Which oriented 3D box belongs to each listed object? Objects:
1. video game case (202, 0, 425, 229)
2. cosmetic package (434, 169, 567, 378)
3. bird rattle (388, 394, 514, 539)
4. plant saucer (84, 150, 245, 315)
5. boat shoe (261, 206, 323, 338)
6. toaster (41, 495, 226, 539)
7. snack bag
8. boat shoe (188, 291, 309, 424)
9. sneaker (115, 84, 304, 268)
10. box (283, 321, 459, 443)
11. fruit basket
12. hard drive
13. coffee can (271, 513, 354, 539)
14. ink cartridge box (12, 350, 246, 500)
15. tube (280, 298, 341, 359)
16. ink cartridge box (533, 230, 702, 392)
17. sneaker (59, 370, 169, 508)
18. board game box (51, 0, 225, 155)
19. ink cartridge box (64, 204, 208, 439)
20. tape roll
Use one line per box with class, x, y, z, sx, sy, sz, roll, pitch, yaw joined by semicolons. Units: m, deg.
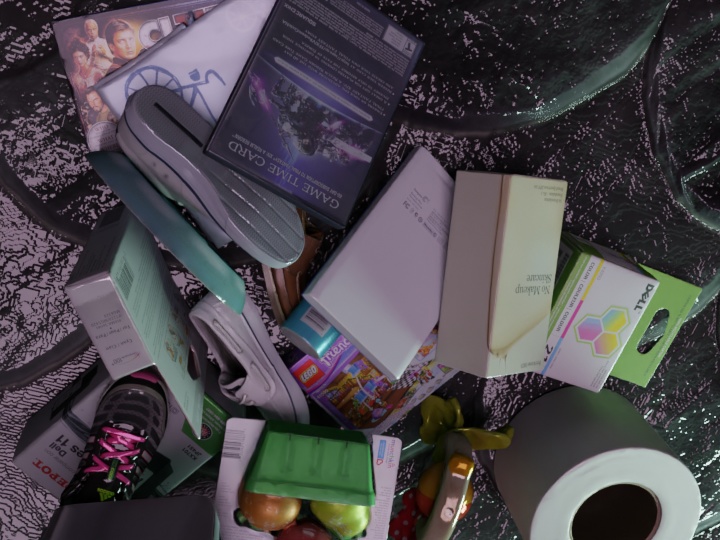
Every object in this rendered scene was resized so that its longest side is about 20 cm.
video game case;-0.036;-0.158;0.740;0.143;0.019;0.200;29;77;-23
cosmetic package;0.143;0.001;0.842;0.103;0.073;0.200;-2;100;-43
bird rattle;0.085;0.246;0.934;0.113;0.163;0.200;27;96;1
plant saucer;-0.171;-0.039;0.755;0.027;0.200;0.200;-43;112;-5
boat shoe;-0.070;-0.025;0.841;0.068;0.072;0.200;-12;113;-3
toaster;-0.205;0.314;0.750;0.200;0.119;0.181;-5;121;2
snack bag;-0.112;-0.150;0.766;0.200;0.021;0.189;-35;106;2
boat shoe;-0.122;0.109;0.876;0.065;0.074;0.200;-40;114;-34
sneaker;-0.133;-0.078;0.737;0.200;0.071;0.073;48;55;-11
box;0.033;0.088;0.919;0.200;0.039;0.137;-40;111;7
fruit basket;-0.061;0.259;0.855;0.185;0.094;0.200;8;97;-6
hard drive;0.046;-0.009;0.838;0.132;0.025;0.200;45;68;-21
coffee can;-0.033;0.377;0.948;0.200;0.146;0.147;26;105;-7
ink cartridge box;-0.244;0.168;0.883;0.200;0.083;0.147;-40;111;9
tube;0.000;0.000;0.849;0.200;0.050;0.077;-50;119;-17
ink cartridge box;0.288;0.061;0.929;0.200;0.076;0.148;19;107;-14
sneaker;-0.241;0.193;0.800;0.074;0.087;0.200;23;107;-16
board game box;-0.172;-0.187;0.781;0.200;0.035;0.136;-12;112;-4
ink cartridge box;-0.203;0.046;0.778;0.045;0.200;0.176;-21;113;0
tape roll;0.272;0.255;0.969;0.202;0.139;0.203;-3;112;-8
